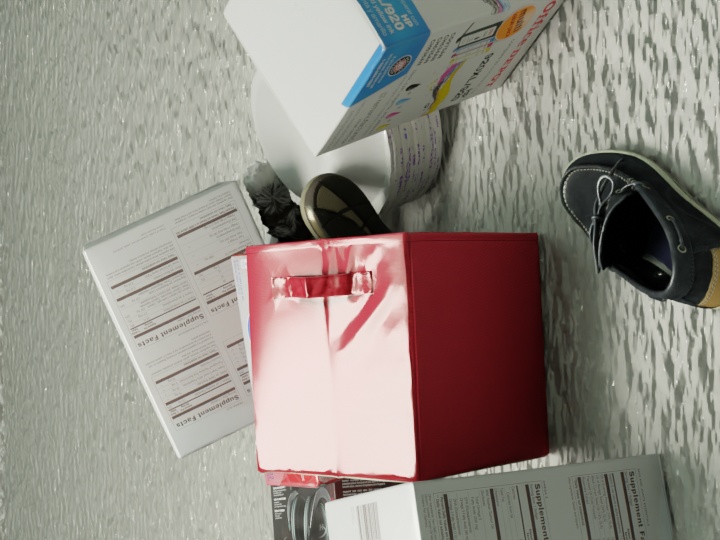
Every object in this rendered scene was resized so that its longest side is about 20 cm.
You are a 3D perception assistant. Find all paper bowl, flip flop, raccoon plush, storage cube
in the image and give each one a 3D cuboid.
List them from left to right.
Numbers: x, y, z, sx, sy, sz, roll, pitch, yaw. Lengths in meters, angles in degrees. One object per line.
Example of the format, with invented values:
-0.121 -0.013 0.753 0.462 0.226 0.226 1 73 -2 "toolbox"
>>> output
-0.061 -0.021 1.443 0.134 0.096 0.201 -10 106 64 "raccoon plush"
-0.024 -0.140 1.309 0.200 0.104 0.202 40 143 39 "paper bowl"
0.000 0.000 1.281 0.057 0.081 0.200 -9 128 42 "flip flop"
0.028 0.064 1.135 0.170 0.199 0.181 -4 89 40 "storage cube"

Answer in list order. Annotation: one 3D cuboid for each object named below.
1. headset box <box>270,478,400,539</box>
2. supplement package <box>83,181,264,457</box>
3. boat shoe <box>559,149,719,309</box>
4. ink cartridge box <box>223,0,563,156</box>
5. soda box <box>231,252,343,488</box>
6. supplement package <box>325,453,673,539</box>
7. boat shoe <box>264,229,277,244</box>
-0.023 0.205 1.337 0.149 0.077 0.202 -21 73 61 "headset box"
-0.146 0.039 1.333 0.201 0.150 0.152 66 171 -7 "supplement package"
0.185 -0.032 0.987 0.200 0.062 0.075 -132 45 -56 "boat shoe"
0.030 -0.208 1.109 0.145 0.199 0.147 57 145 14 "ink cartridge box"
-0.052 0.079 1.224 0.070 0.063 0.202 -5 96 42 "soda box"
0.101 0.220 1.021 0.152 0.199 0.152 151 114 -62 "supplement package"
-0.080 0.032 1.558 0.066 0.072 0.202 18 117 59 "boat shoe"
